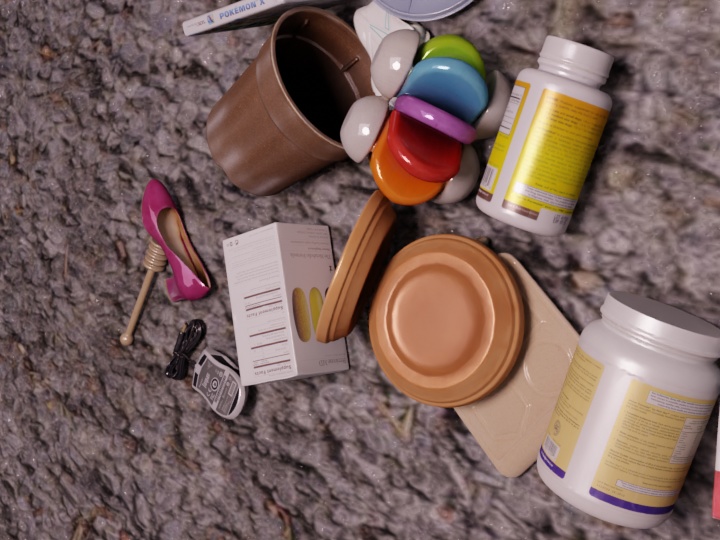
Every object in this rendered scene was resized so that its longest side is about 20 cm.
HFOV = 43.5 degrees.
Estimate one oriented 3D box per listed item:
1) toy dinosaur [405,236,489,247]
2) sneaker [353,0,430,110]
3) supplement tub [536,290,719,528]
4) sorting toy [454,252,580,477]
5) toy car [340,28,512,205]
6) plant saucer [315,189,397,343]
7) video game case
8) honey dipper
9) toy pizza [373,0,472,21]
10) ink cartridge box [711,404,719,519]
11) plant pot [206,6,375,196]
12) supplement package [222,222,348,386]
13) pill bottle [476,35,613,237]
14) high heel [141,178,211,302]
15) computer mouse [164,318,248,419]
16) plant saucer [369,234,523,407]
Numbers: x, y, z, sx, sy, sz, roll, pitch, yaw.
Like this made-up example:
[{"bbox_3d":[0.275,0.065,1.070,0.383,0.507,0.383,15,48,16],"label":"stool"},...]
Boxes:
[{"bbox_3d":[0.076,0.022,1.125,0.201,0.047,0.088,-55,40,13],"label":"toy dinosaur"},{"bbox_3d":[0.053,-0.266,1.148,0.080,0.070,0.203,-27,72,32],"label":"sneaker"},{"bbox_3d":[0.274,0.137,0.911,0.144,0.144,0.203,26,105,36],"label":"supplement tub"},{"bbox_3d":[0.177,0.111,1.064,0.201,0.036,0.186,51,119,23],"label":"sorting toy"},{"bbox_3d":[0.079,-0.168,1.039,0.173,0.150,0.202,24,109,-10],"label":"toy car"},{"bbox_3d":[0.000,0.000,1.120,0.037,0.200,0.203,22,105,5],"label":"plant saucer"},{"bbox_3d":[-0.106,-0.349,1.197,0.180,0.199,0.022,-5,105,38],"label":"video game case"},{"bbox_3d":[-0.358,0.040,1.495,0.038,0.038,0.202,38,115,33],"label":"honey dipper"},{"bbox_3d":[0.087,-0.409,1.122,0.197,0.032,0.204,-1,88,23],"label":"toy pizza"},{"bbox_3d":[0.415,0.139,0.836,0.143,0.083,0.204,5,91,39],"label":"ink cartridge box"},{"bbox_3d":[-0.092,-0.207,1.197,0.197,0.198,0.203,-28,72,43],"label":"plant pot"},{"bbox_3d":[-0.102,0.047,1.235,0.108,0.113,0.204,-15,81,38],"label":"supplement package"},{"bbox_3d":[0.207,-0.148,0.995,0.108,0.108,0.203,28,106,35],"label":"pill bottle"},{"bbox_3d":[-0.284,-0.052,1.409,0.095,0.067,0.204,-15,82,43],"label":"high heel"},{"bbox_3d":[-0.225,0.160,1.379,0.199,0.044,0.111,34,105,40],"label":"computer mouse"},{"bbox_3d":[0.092,0.058,1.055,0.197,0.037,0.204,-3,85,31],"label":"plant saucer"}]
